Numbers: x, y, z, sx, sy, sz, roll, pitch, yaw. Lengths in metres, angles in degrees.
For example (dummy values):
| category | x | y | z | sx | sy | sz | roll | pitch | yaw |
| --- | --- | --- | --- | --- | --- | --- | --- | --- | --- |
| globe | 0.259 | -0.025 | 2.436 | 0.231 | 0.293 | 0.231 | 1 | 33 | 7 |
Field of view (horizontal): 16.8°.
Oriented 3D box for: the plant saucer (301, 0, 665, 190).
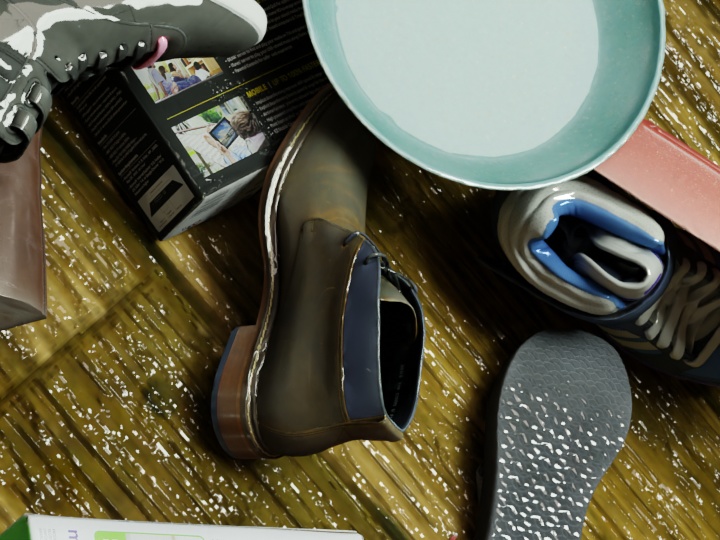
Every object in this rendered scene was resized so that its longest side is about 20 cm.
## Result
| category | x | y | z | sx | sy | sz | roll | pitch | yaw |
| --- | --- | --- | --- | --- | --- | --- | --- | --- | --- |
| plant saucer | 0.059 | -0.132 | 1.245 | 0.198 | 0.036 | 0.202 | 5 | 73 | -18 |

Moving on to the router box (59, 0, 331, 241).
| category | x | y | z | sx | sy | sz | roll | pitch | yaw |
| --- | --- | --- | --- | --- | --- | --- | --- | --- | --- |
| router box | -0.068 | -0.119 | 1.272 | 0.199 | 0.051 | 0.150 | -28 | 82 | -44 |

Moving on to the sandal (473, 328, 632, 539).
| category | x | y | z | sx | sy | sz | roll | pitch | yaw |
| --- | --- | --- | --- | --- | --- | --- | --- | --- | --- |
| sandal | 0.089 | 0.113 | 1.270 | 0.076 | 0.043 | 0.201 | 28 | 54 | -10 |

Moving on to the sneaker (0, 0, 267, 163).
| category | x | y | z | sx | sy | sz | roll | pitch | yaw |
| --- | --- | --- | --- | --- | --- | --- | --- | --- | --- |
| sneaker | -0.136 | -0.091 | 1.104 | 0.198 | 0.071 | 0.100 | 6 | 70 | -24 |

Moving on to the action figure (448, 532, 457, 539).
| category | x | y | z | sx | sy | sz | roll | pitch | yaw |
| --- | --- | --- | --- | --- | --- | --- | --- | --- | --- |
| action figure | 0.035 | 0.207 | 1.131 | 0.065 | 0.099 | 0.201 | -30 | 83 | -46 |

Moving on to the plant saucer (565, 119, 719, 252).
| category | x | y | z | sx | sy | sz | roll | pitch | yaw |
| --- | --- | --- | --- | --- | --- | --- | --- | --- | --- |
| plant saucer | 0.209 | -0.027 | 1.333 | 0.199 | 0.037 | 0.200 | 34 | 7 | 5 |

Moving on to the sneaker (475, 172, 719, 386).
| category | x | y | z | sx | sy | sz | roll | pitch | yaw |
| --- | --- | --- | --- | --- | --- | --- | --- | --- | --- |
| sneaker | 0.156 | 0.013 | 1.304 | 0.199 | 0.081 | 0.147 | 34 | 9 | -8 |

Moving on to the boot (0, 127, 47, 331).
| category | x | y | z | sx | sy | sz | roll | pitch | yaw |
| --- | --- | --- | --- | --- | --- | --- | --- | --- | --- |
| boot | -0.225 | -0.070 | 1.119 | 0.185 | 0.064 | 0.202 | 10 | 69 | -15 |

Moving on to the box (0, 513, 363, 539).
| category | x | y | z | sx | sy | sz | roll | pitch | yaw |
| --- | --- | --- | --- | --- | --- | --- | --- | --- | --- |
| box | -0.073 | 0.215 | 1.037 | 0.175 | 0.097 | 0.201 | 7 | 60 | -36 |

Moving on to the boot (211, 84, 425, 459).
| category | x | y | z | sx | sy | sz | roll | pitch | yaw |
| --- | --- | --- | --- | --- | --- | --- | --- | --- | --- |
| boot | 0.000 | 0.000 | 1.192 | 0.075 | 0.096 | 0.202 | 37 | 60 | -48 |
